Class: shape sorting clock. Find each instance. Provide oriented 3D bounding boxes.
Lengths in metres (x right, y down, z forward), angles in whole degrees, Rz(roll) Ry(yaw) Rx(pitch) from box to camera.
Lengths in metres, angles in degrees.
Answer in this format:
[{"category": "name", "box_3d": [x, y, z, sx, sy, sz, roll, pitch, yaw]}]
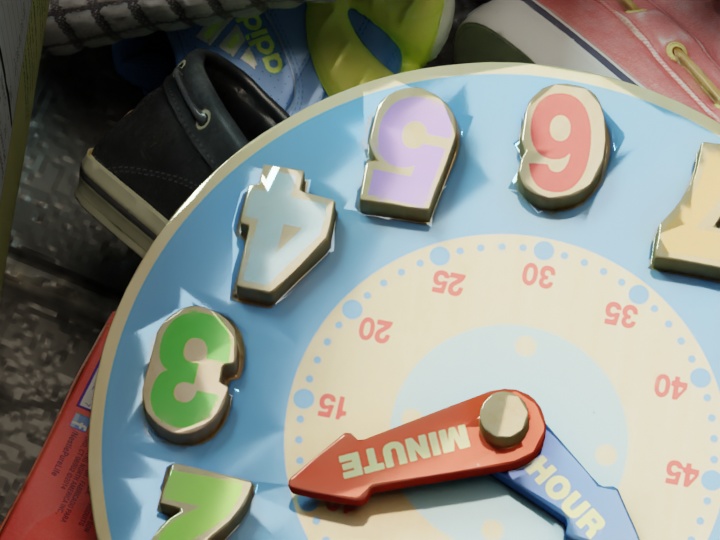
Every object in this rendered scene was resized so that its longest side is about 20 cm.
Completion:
[{"category": "shape sorting clock", "box_3d": [0.034, 0.040, 0.625, 0.198, 0.039, 0.202, 0, 70, 1]}]

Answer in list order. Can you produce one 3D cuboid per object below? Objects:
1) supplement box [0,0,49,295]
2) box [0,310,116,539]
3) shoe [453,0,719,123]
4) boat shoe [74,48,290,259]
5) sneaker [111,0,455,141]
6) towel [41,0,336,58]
[{"category": "supplement box", "box_3d": [-0.183, -0.057, 0.635, 0.198, 0.135, 0.201, 6, 63, 0]}, {"category": "box", "box_3d": [-0.063, 0.127, 0.656, 0.102, 0.095, 0.201, 24, 53, -2]}, {"category": "shoe", "box_3d": [0.123, -0.034, 0.822, 0.091, 0.072, 0.200, -30, 56, -22]}, {"category": "boat shoe", "box_3d": [0.000, 0.000, 0.712, 0.200, 0.062, 0.074, 37, 7, 37]}, {"category": "sneaker", "box_3d": [-0.020, -0.098, 0.835, 0.104, 0.076, 0.201, 12, 55, -9]}, {"category": "towel", "box_3d": [-0.037, -0.163, 0.811, 0.164, 0.086, 0.201, -8, 40, 20]}]
